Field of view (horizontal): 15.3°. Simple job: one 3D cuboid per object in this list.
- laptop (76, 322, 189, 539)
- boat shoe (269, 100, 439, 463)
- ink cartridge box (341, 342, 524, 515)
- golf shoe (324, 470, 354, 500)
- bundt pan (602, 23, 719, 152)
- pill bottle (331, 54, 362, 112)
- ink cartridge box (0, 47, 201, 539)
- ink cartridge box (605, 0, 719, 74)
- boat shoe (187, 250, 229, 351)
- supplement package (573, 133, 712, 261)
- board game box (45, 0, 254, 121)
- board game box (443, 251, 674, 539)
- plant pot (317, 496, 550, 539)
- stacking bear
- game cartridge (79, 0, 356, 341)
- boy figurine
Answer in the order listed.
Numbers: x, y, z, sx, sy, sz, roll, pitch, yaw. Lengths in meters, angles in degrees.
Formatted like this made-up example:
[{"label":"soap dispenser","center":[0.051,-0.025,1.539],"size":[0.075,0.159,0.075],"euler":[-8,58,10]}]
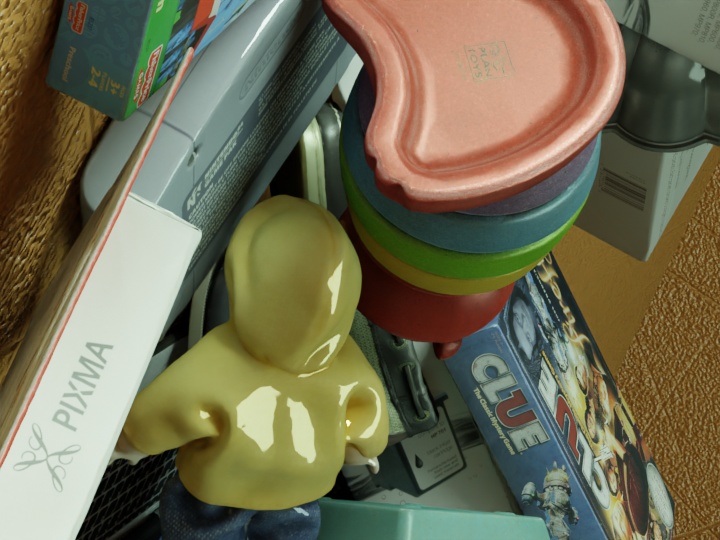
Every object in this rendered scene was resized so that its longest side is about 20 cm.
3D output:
[{"label":"laptop","center":[-0.070,0.135,1.263],"size":[0.201,0.115,0.187],"euler":[-66,169,18]},{"label":"boat shoe","center":[0.000,0.001,1.245],"size":[0.072,0.065,0.202],"euler":[-115,-166,-52]},{"label":"ink cartridge box","center":[0.044,0.068,1.383],"size":[0.085,0.201,0.146],"euler":[-22,-172,21]},{"label":"golf shoe","center":[-0.022,0.128,1.438],"size":[0.095,0.077,0.201],"euler":[-47,-153,38]},{"label":"bundt pan","center":[0.167,-0.168,1.397],"size":[0.203,0.201,0.076],"euler":[-59,167,-17]},{"label":"pill bottle","center":[0.046,-0.091,1.268],"size":[0.112,0.111,0.200],"euler":[-63,169,4]},{"label":"ink cartridge box","center":[-0.100,0.048,0.907],"size":[0.174,0.043,0.201],"euler":[-52,-167,47]},{"label":"ink cartridge box","center":[0.151,-0.184,1.288],"size":[0.147,0.199,0.083],"euler":[-49,163,-47]},{"label":"boat shoe","center":[-0.034,0.080,1.258],"size":[0.073,0.062,0.201],"euler":[-59,144,-58]},{"label":"supplement package","center":[0.155,-0.149,1.533],"size":[0.201,0.146,0.191],"euler":[-58,168,-15]},{"label":"board game box","center":[-0.032,-0.161,0.933],"size":[0.200,0.036,0.152],"euler":[-51,164,-50]},{"label":"board game box","center":[0.102,0.080,1.347],"size":[0.201,0.034,0.136],"euler":[62,21,-23]},{"label":"plant pot","center":[0.014,0.205,1.205],"size":[0.141,0.141,0.202],"euler":[7,85,-41]},{"label":"stacking bear","center":[0.037,-0.037,1.107],"size":[0.200,0.113,0.122],"euler":[104,-26,-61]},{"label":"game cartridge","center":[-0.049,-0.072,1.074],"size":[0.201,0.041,0.133],"euler":[-57,164,-26]},{"label":"boy figurine","center":[-0.046,0.061,1.114],"size":[0.065,0.123,0.201],"euler":[-119,-147,-51]}]
